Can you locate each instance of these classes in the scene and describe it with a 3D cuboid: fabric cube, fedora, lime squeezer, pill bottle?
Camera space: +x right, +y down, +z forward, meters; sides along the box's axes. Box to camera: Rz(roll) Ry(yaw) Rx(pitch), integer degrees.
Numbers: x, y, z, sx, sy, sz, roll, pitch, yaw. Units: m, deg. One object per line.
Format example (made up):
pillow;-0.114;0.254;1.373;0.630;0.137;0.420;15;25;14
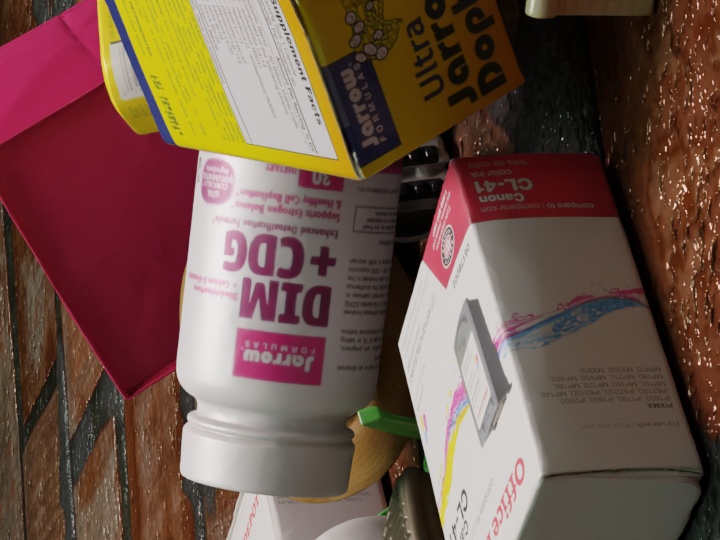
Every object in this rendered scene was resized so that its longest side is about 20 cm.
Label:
fabric cube;-0.137;-0.070;1.849;0.197;0.199;0.199;61;174;-20
fedora;-0.020;0.039;1.662;0.200;0.082;0.202;13;110;40
lime squeezer;0.038;0.110;1.575;0.038;0.070;0.200;56;169;19
pill bottle;-0.042;0.018;1.537;0.113;0.113;0.202;-160;76;-74

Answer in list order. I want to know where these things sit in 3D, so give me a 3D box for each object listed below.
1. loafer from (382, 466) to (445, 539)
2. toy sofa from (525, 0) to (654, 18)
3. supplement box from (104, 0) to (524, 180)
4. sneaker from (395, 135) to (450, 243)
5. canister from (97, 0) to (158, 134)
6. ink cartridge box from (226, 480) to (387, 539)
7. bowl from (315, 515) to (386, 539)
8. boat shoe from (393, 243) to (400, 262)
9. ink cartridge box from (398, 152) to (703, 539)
loafer;0.059;0.191;1.493;0.076;0.067;0.201;108;154;-47
toy sofa;0.073;-0.191;1.376;0.200;0.097;0.083;-125;37;-63
supplement box;-0.029;-0.126;1.407;0.200;0.109;0.109;14;131;56
sneaker;0.013;-0.113;1.662;0.081;0.075;0.202;133;135;-81
canister;-0.046;-0.164;1.589;0.087;0.199;0.149;52;-150;-63
ink cartridge box;-0.024;0.229;1.772;0.146;0.084;0.201;107;154;-48
bowl;-0.018;0.256;1.585;0.200;0.074;0.200;-52;45;26
boat shoe;0.000;0.000;1.728;0.068;0.056;0.201;-17;86;35
ink cartridge box;0.087;0.064;1.357;0.148;0.085;0.201;106;159;-46
